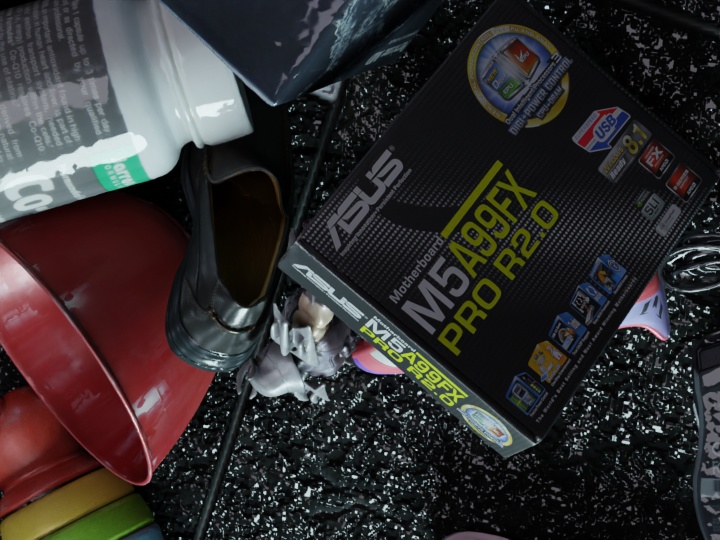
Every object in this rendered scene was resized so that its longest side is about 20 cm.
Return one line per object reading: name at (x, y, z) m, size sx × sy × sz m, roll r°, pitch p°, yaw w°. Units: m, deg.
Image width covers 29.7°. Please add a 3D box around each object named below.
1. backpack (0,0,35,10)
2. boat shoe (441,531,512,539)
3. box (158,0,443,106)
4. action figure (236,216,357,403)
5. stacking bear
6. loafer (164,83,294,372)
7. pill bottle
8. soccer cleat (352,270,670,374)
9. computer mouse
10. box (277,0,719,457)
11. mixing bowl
backpack at (-0.214, -0.224, 0.781) m, size 0.182 × 0.200 × 0.148 m, roll -21°, pitch 104°, yaw 25°
boat shoe at (0.132, 0.213, 0.845) m, size 0.200 × 0.065 × 0.075 m, roll 10°, pitch 108°, yaw 18°
box at (0.007, -0.208, 0.710) m, size 0.117 × 0.197 × 0.200 m, roll 43°, pitch 115°, yaw 4°
action figure at (0.000, 0.000, 0.777) m, size 0.069 × 0.130 × 0.200 m, roll 42°, pitch 74°, yaw 9°
stacking bear at (-0.205, 0.175, 0.948) m, size 0.113 × 0.121 × 0.201 m, roll -30°, pitch 84°, yaw 27°
loafer at (-0.065, -0.042, 0.802) m, size 0.072 × 0.201 × 0.072 m, roll 13°, pitch 151°, yaw -22°
pill bottle at (-0.168, -0.096, 0.764) m, size 0.199 × 0.113 × 0.114 m, roll -16°, pitch 98°, yaw 0°
soccer cleat at (0.087, 0.036, 0.819) m, size 0.199 × 0.067 × 0.077 m, roll -22°, pitch 100°, yaw 22°
computer mouse at (0.253, 0.069, 0.772) m, size 0.139 × 0.046 × 0.202 m, roll -7°, pitch 97°, yaw 23°
box at (0.078, -0.028, 0.724) m, size 0.160 × 0.200 × 0.044 m, roll 41°, pitch 156°, yaw -3°
mixing bowl at (-0.156, 0.025, 0.863) m, size 0.200 × 0.108 × 0.201 m, roll 40°, pitch 152°, yaw 26°
